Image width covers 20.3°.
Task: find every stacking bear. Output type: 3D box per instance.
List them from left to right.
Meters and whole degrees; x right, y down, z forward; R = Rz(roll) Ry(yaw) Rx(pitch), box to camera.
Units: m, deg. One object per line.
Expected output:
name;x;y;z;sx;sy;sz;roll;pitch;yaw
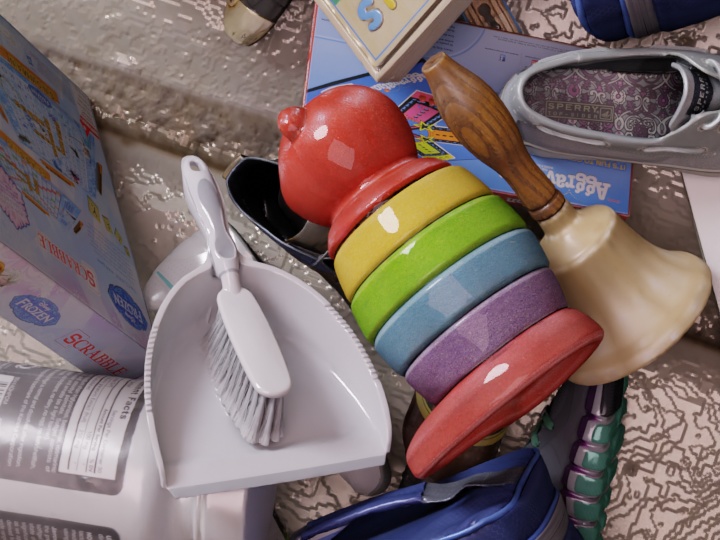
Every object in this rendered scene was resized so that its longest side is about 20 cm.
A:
stacking bear;0.030;-0.011;1.081;0.200;0.121;0.114;53;136;12

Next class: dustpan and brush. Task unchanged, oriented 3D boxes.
dustpan and brush;-0.071;0.023;1.125;0.139;0.057;0.201;-7;50;-24

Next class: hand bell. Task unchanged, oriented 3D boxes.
hand bell;0.099;-0.043;1.118;0.104;0.104;0.200;-36;111;9

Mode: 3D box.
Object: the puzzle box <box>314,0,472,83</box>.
puzzle box;0.037;-0.218;1.109;0.200;0.025;0.133;-47;71;30

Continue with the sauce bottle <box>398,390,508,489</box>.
sauce bottle;0.065;0.075;1.209;0.064;0.065;0.201;20;96;9

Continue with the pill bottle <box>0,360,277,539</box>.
pill bottle;-0.152;0.115;1.145;0.198;0.111;0.112;7;93;10

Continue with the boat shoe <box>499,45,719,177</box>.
boat shoe;0.179;-0.091;1.136;0.199;0.072;0.071;0;85;-1

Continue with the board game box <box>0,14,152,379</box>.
board game box;-0.195;-0.055;1.149;0.041;0.200;0.201;-25;62;11

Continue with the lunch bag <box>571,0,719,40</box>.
lunch bag;0.153;-0.236;1.138;0.131;0.136;0.201;-14;87;10

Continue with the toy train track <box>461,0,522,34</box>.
toy train track;0.057;-0.189;1.220;0.114;0.033;0.201;-30;93;3

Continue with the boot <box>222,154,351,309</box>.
boot;0.000;0.000;1.167;0.200;0.097;0.075;42;106;31

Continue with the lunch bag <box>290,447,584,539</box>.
lunch bag;0.032;0.187;1.131;0.199;0.136;0.133;-24;94;18

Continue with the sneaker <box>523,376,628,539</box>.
sneaker;0.106;0.126;1.201;0.087;0.074;0.202;10;94;14

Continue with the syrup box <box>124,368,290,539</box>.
syrup box;-0.106;0.147;1.234;0.081;0.079;0.201;-28;87;10

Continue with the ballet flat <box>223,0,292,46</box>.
ballet flat;-0.048;-0.232;1.205;0.057;0.066;0.201;9;110;-33

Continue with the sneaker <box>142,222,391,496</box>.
sneaker;-0.056;0.064;1.222;0.080;0.070;0.201;-38;76;-3

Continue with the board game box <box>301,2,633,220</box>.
board game box;0.065;-0.094;1.176;0.199;0.019;0.104;10;70;-10

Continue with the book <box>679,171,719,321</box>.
book;0.267;-0.021;1.183;0.133;0.048;0.201;-16;86;9
